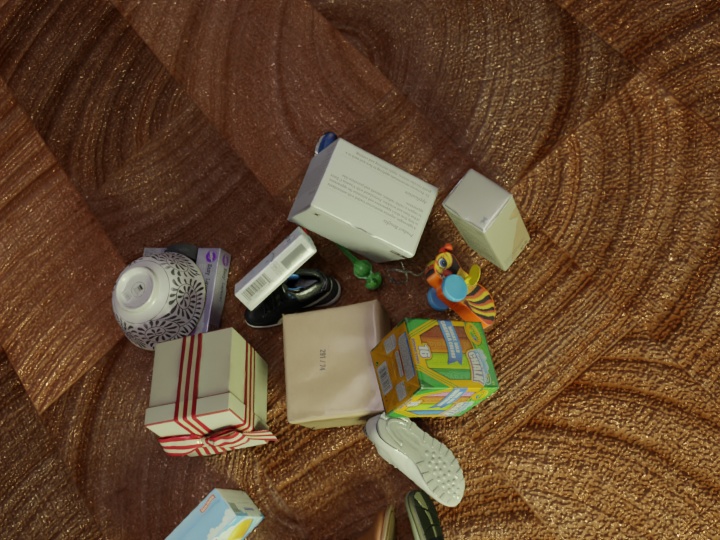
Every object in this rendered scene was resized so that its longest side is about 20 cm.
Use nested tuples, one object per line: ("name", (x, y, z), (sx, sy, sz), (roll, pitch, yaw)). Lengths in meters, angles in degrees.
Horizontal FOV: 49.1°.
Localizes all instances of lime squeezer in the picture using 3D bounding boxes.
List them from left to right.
("lime squeezer", (0.000, 0.000, 1.463), (0.038, 0.070, 0.200), (-58, 34, 13))

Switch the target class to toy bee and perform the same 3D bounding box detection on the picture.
("toy bee", (0.158, 0.010, 1.361), (0.130, 0.200, 0.109), (-12, 44, 45))

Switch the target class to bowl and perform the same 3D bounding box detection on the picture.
("bowl", (-0.409, 0.046, 1.521), (0.199, 0.094, 0.202), (-6, 71, 18))

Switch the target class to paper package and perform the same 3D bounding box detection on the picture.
("paper package", (-0.035, 0.169, 1.398), (0.189, 0.103, 0.201), (-10, 69, 16))

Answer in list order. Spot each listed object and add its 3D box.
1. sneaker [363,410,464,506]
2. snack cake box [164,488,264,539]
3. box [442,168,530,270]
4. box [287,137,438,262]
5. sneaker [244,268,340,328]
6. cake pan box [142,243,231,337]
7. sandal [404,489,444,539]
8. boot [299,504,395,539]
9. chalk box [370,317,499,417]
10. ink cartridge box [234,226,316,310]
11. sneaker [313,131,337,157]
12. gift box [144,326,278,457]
("sneaker", (0.091, 0.314, 1.313), (0.200, 0.080, 0.076), (47, 52, -2))
("snack cake box", (-0.278, 0.477, 1.378), (0.200, 0.115, 0.067), (-46, 65, 1))
("box", (0.216, -0.082, 1.334), (0.095, 0.200, 0.078), (38, 88, 25))
("box", (-0.001, -0.115, 1.383), (0.198, 0.200, 0.131), (25, 80, -15))
("sneaker", (-0.146, 0.043, 1.471), (0.199, 0.112, 0.073), (-20, 67, 12))
("cake pan box", (-0.361, 0.047, 1.582), (0.183, 0.052, 0.201), (2, 74, 18))
("sandal", (0.105, 0.461, 1.278), (0.057, 0.080, 0.202), (-29, 58, 27))
("boot", (-0.031, 0.471, 1.312), (0.154, 0.074, 0.201), (13, 78, 20))
("chalk box", (0.139, 0.162, 1.299), (0.124, 0.199, 0.125), (-49, 46, 47))
("ink cartridge box", (-0.162, -0.020, 1.462), (0.160, 0.200, 0.047), (-43, 108, 3))
("sneaker", (-0.039, -0.174, 1.531), (0.089, 0.079, 0.201), (-10, 78, 9))
("gift box", (-0.256, 0.236, 1.416), (0.184, 0.200, 0.188), (-15, 53, 18))
